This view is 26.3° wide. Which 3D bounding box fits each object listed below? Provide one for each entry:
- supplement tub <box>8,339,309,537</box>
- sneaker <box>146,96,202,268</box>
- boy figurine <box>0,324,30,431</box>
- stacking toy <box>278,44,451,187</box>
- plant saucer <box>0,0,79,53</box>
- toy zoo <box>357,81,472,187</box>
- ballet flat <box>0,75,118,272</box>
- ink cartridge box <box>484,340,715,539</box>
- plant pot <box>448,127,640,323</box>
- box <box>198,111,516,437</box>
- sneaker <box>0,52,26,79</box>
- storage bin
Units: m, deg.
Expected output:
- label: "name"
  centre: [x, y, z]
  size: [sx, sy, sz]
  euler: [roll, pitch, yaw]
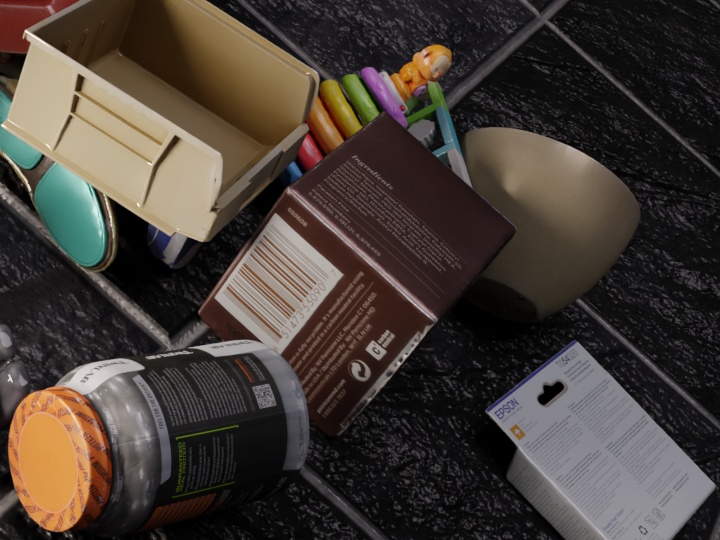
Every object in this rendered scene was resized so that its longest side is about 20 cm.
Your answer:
- label: "supplement tub"
  centre: [-0.143, 0.120, 1.105]
  size: [0.199, 0.123, 0.123]
  euler: [-6, 55, -47]
- label: "sneaker"
  centre: [-0.167, -0.085, 1.360]
  size: [0.115, 0.081, 0.200]
  euler: [32, 29, -3]
- label: "boy figurine"
  centre: [-0.329, 0.070, 1.041]
  size: [0.199, 0.064, 0.125]
  euler: [5, 50, -44]
- label: "stacking toy"
  centre: [0.003, -0.151, 1.465]
  size: [0.110, 0.199, 0.116]
  euler: [61, 5, 32]
- label: "plant saucer"
  centre: [-0.337, -0.270, 1.348]
  size: [0.198, 0.037, 0.201]
  euler: [3, 48, -4]
- label: "toy zoo"
  centre: [0.039, -0.091, 1.507]
  size: [0.020, 0.130, 0.201]
  euler: [49, 21, -45]
- label: "ballet flat"
  centre: [-0.250, -0.084, 1.287]
  size: [0.200, 0.071, 0.070]
  euler: [50, 36, 15]
- label: "ink cartridge box"
  centre: [0.221, 0.179, 1.449]
  size: [0.200, 0.043, 0.196]
  euler: [46, 36, 12]
- label: "plant pot"
  centre: [0.159, -0.029, 1.522]
  size: [0.199, 0.200, 0.135]
  euler: [30, 71, -13]
- label: "box"
  centre: [0.000, 0.000, 1.332]
  size: [0.164, 0.166, 0.200]
  euler: [41, 35, 4]
- label: "sneaker"
  centre: [-0.304, -0.240, 1.393]
  size: [0.201, 0.075, 0.104]
  euler: [54, 32, 13]
- label: "storage bin"
  centre: [-0.157, -0.140, 1.277]
  size: [0.198, 0.094, 0.200]
  euler: [32, 32, 5]
